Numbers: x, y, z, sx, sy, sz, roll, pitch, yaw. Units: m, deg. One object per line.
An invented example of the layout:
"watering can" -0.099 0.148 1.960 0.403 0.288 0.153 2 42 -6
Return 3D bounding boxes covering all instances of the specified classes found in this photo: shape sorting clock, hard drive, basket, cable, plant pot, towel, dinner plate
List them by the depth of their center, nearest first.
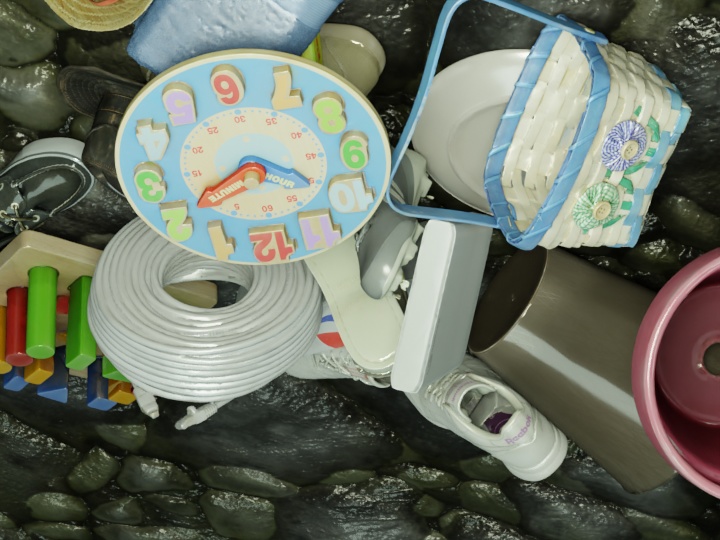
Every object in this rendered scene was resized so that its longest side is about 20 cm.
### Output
"towel" -0.070 -0.208 1.432 0.112 0.049 0.200 38 105 -7
"shape sorting clock" -0.077 -0.076 1.448 0.199 0.039 0.200 -1 138 -1
"basket" 0.131 -0.108 1.484 0.199 0.139 0.177 12 116 -15
"plant pot" 0.301 0.073 1.570 0.199 0.201 0.179 17 -177 -5
"hard drive" 0.068 0.022 1.606 0.027 0.132 0.200 14 -174 12
"dinner plate" 0.136 -0.098 1.610 0.199 0.024 0.201 8 143 6
"cable" -0.132 0.021 1.693 0.200 0.199 0.069 46 150 33
"basket" 0.204 0.071 1.715 0.200 0.136 0.180 33 117 -16

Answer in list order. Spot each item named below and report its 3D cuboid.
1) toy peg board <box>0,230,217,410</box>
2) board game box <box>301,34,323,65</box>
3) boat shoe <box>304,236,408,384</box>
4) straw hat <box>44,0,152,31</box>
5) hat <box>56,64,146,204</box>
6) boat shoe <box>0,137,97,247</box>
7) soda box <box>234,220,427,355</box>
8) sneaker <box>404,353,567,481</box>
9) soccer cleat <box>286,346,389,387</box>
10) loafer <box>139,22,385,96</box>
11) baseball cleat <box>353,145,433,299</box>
"toy peg board" -0.264 0.072 1.834 0.199 0.098 0.199 17 144 -31
"board game box" -0.079 -0.144 1.502 0.101 0.048 0.201 -5 106 6
"boat shoe" -0.003 0.001 1.650 0.072 0.202 0.060 -22 153 6
"straw hat" -0.158 -0.270 1.419 0.201 0.202 0.085 -28 166 40
"hat" -0.162 -0.088 1.614 0.200 0.081 0.201 18 165 5
"boat shoe" -0.304 -0.055 1.761 0.200 0.057 0.069 -22 130 37
"soda box" -0.015 0.022 1.765 0.199 0.068 0.063 -15 134 30
"sneaker" 0.098 0.109 1.783 0.200 0.075 0.100 29 170 45
"soccer cleat" 0.001 0.072 1.808 0.199 0.085 0.069 -18 133 33
"loafer" -0.082 -0.154 1.566 0.199 0.068 0.076 -1 139 17
"baseball cleat" 0.000 -0.047 1.573 0.106 0.200 0.070 26 116 -6
